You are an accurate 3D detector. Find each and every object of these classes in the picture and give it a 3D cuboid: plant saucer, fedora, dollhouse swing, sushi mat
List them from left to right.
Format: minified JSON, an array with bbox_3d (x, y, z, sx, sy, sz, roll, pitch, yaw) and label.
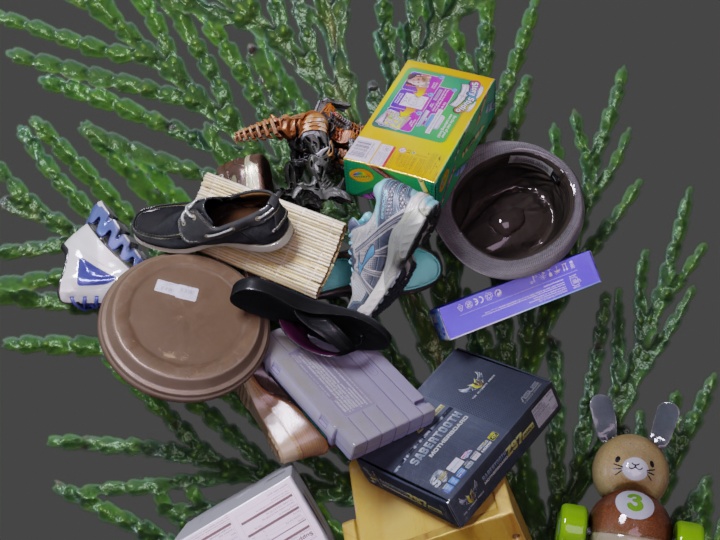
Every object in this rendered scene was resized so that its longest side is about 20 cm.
[{"bbox_3d":[-0.201,0.058,1.374,0.199,0.030,0.201,6,54,-9],"label":"plant saucer"},{"bbox_3d":[-0.118,-0.043,1.426,0.199,0.012,0.096,21,88,19],"label":"sushi mat"},{"bbox_3d":[0.095,0.307,1.435,0.199,0.176,0.182,-21,113,8],"label":"dollhouse swing"},{"bbox_3d":[0.175,-0.064,1.468,0.200,0.090,0.177,-37,77,-19],"label":"fedora"}]

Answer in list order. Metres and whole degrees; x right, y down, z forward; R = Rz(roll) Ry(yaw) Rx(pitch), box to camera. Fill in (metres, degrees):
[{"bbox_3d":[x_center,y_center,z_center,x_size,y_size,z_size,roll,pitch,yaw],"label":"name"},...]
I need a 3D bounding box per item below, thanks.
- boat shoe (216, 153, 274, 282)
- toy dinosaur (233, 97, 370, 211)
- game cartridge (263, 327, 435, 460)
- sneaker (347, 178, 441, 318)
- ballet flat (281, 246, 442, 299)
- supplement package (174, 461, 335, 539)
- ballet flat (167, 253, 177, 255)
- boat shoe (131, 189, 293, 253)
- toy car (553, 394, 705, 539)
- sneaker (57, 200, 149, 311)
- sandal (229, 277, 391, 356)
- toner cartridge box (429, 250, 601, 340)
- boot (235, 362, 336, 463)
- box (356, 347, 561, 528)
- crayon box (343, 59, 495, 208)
[{"bbox_3d":[-0.140,-0.039,1.477,0.074,0.075,0.204,-8,80,10],"label":"boat shoe"},{"bbox_3d":[-0.060,-0.147,1.464,0.199,0.102,0.137,3,84,-11],"label":"toy dinosaur"},{"bbox_3d":[-0.023,0.131,1.404,0.129,0.039,0.200,-22,50,-31],"label":"game cartridge"},{"bbox_3d":[0.022,-0.023,1.393,0.086,0.078,0.201,37,124,15],"label":"sneaker"},{"bbox_3d":[0.000,0.000,1.475,0.199,0.068,0.068,-3,88,-5],"label":"ballet flat"},{"bbox_3d":[-0.118,0.313,1.380,0.155,0.200,0.111,-30,88,-5],"label":"supplement package"},{"bbox_3d":[-0.175,0.054,1.434,0.075,0.068,0.201,-20,59,-4],"label":"ballet flat"},{"bbox_3d":[-0.180,-0.064,1.399,0.199,0.068,0.072,0,55,18],"label":"boat shoe"},{"bbox_3d":[0.328,0.251,1.444,0.163,0.158,0.201,7,74,8],"label":"toy car"},{"bbox_3d":[-0.301,0.027,1.459,0.115,0.081,0.200,-37,83,0],"label":"sneaker"},{"bbox_3d":[-0.059,0.066,1.375,0.200,0.075,0.048,20,59,-19],"label":"sandal"},{"bbox_3d":[0.188,0.032,1.470,0.199,0.095,0.043,-21,87,-4],"label":"toner cartridge box"},{"bbox_3d":[-0.067,0.126,1.475,0.166,0.072,0.201,-24,74,-21],"label":"boot"},{"bbox_3d":[0.115,0.190,1.400,0.200,0.157,0.051,-44,126,-24],"label":"box"},{"bbox_3d":[0.074,-0.163,1.434,0.118,0.058,0.200,16,51,19],"label":"crayon box"}]
